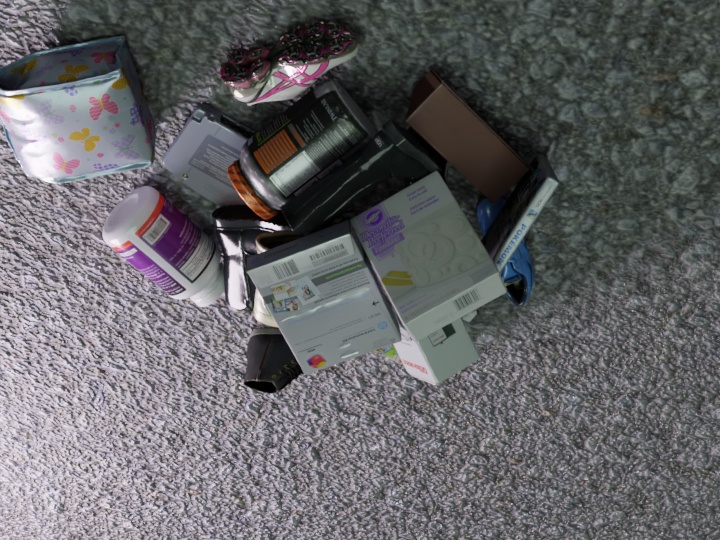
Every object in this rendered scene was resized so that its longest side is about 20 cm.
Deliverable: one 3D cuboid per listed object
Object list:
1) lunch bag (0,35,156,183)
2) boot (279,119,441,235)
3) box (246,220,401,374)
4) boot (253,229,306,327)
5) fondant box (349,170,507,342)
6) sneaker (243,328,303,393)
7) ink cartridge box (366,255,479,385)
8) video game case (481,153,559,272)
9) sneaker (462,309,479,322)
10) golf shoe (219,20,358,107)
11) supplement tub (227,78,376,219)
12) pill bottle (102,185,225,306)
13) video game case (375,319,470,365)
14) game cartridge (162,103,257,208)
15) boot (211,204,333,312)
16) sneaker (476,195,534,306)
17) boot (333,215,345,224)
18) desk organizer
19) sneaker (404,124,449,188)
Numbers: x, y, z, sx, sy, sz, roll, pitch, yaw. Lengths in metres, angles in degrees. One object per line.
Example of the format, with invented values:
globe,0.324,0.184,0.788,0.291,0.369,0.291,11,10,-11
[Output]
lunch bag,-0.408,-0.225,1.507,0.200,0.127,0.170,-13,131,0
boot,0.002,-0.115,1.489,0.200,0.066,0.165,-41,153,13
box,-0.048,0.042,1.501,0.156,0.041,0.200,-20,121,10
boot,-0.057,0.018,1.551,0.200,0.072,0.155,8,129,3
fondant box,0.090,-0.021,1.456,0.144,0.200,0.058,-29,143,3
sneaker,-0.098,0.156,1.807,0.200,0.106,0.075,-4,144,15
ink cartridge box,0.083,0.059,1.598,0.083,0.147,0.200,-28,100,-12
video game case,0.220,-0.073,1.528,0.022,0.200,0.182,31,106,-3
sneaker,0.115,0.025,1.737,0.071,0.073,0.200,-43,122,11
golf shoe,-0.090,-0.285,1.485,0.200,0.073,0.092,-13,149,18
supplement tub,-0.084,-0.168,1.514,0.200,0.123,0.123,-36,121,12
pill bottle,-0.298,-0.032,1.669,0.112,0.112,0.200,-31,123,25
video game case,0.056,0.090,1.763,0.182,0.023,0.200,26,148,-14
game cartridge,-0.190,-0.155,1.612,0.200,0.040,0.133,29,122,-20
boot,-0.126,-0.014,1.625,0.200,0.076,0.168,2,120,20
sneaker,0.232,-0.030,1.672,0.066,0.078,0.200,-13,127,15
boot,-0.095,-0.027,1.695,0.203,0.073,0.154,-17,124,13
desk organizer,0.148,-0.192,1.530,0.077,0.072,0.200,-45,117,12
sneaker,0.101,-0.118,1.580,0.073,0.112,0.200,-3,130,4
